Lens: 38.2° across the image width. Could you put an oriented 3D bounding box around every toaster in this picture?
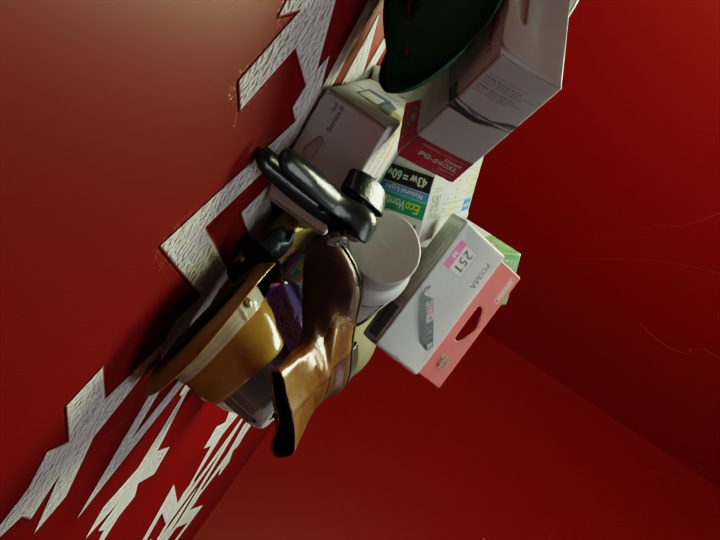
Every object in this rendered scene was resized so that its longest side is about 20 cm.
[{"bbox_3d":[-0.140,0.125,1.331,0.114,0.129,0.200,-47,175,-6],"label":"toaster"}]

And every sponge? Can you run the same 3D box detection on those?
[{"bbox_3d":[-0.076,0.072,1.334,0.030,0.112,0.200,-25,178,3],"label":"sponge"}]

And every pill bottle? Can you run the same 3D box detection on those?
[{"bbox_3d":[0.000,0.000,1.299,0.110,0.109,0.200,-55,-175,-24],"label":"pill bottle"}]

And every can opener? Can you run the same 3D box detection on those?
[{"bbox_3d":[-0.043,-0.079,1.072,0.199,0.063,0.080,27,64,-52],"label":"can opener"}]

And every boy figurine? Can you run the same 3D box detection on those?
[{"bbox_3d":[-0.089,-0.033,1.267,0.125,0.064,0.200,-49,176,31],"label":"boy figurine"}]

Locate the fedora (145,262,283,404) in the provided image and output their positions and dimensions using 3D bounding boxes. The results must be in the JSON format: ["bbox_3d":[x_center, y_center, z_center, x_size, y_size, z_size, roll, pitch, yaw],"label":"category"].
[{"bbox_3d":[-0.140,0.079,1.108,0.200,0.082,0.201,-43,-171,8],"label":"fedora"}]

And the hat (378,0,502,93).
[{"bbox_3d":[0.038,-0.307,1.045,0.200,0.176,0.166,-40,-149,20],"label":"hat"}]

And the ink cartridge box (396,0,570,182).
[{"bbox_3d":[0.132,-0.212,1.122,0.200,0.083,0.146,-39,-148,50],"label":"ink cartridge box"}]

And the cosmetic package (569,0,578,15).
[{"bbox_3d":[0.189,-0.381,1.154,0.166,0.164,0.201,-63,180,-36],"label":"cosmetic package"}]

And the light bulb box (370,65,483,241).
[{"bbox_3d":[0.083,-0.159,1.400,0.198,0.124,0.202,-18,126,-64],"label":"light bulb box"}]

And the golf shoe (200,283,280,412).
[{"bbox_3d":[-0.151,0.116,1.507,0.201,0.091,0.075,-58,175,-10],"label":"golf shoe"}]

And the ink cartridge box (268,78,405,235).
[{"bbox_3d":[-0.015,-0.139,1.222,0.146,0.087,0.200,-58,173,18],"label":"ink cartridge box"}]

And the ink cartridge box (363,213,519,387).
[{"bbox_3d":[0.123,0.052,1.401,0.201,0.173,0.043,-53,-144,-1],"label":"ink cartridge box"}]

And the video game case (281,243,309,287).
[{"bbox_3d":[-0.047,-0.069,1.429,0.201,0.023,0.182,-57,156,1],"label":"video game case"}]

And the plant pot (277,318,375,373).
[{"bbox_3d":[-0.063,0.079,1.609,0.188,0.186,0.200,-57,175,-7],"label":"plant pot"}]

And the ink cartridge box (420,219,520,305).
[{"bbox_3d":[0.101,-0.019,1.473,0.146,0.198,0.085,39,-62,51],"label":"ink cartridge box"}]

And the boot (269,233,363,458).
[{"bbox_3d":[-0.062,0.074,1.128,0.200,0.068,0.190,-43,140,-63],"label":"boot"}]
